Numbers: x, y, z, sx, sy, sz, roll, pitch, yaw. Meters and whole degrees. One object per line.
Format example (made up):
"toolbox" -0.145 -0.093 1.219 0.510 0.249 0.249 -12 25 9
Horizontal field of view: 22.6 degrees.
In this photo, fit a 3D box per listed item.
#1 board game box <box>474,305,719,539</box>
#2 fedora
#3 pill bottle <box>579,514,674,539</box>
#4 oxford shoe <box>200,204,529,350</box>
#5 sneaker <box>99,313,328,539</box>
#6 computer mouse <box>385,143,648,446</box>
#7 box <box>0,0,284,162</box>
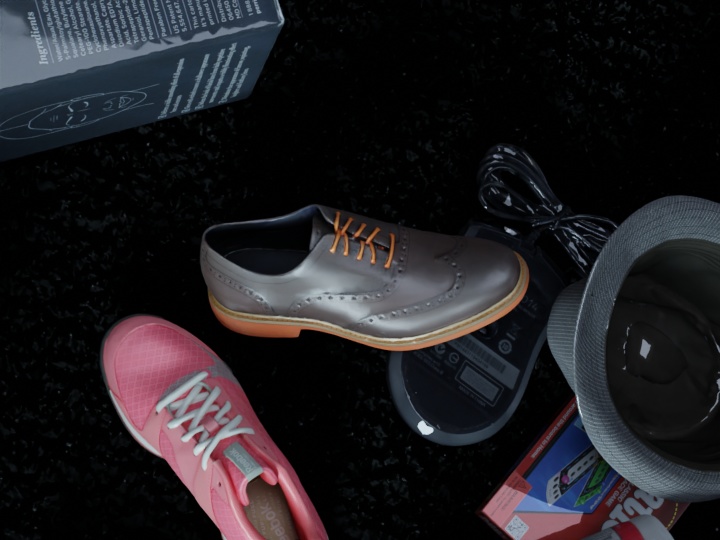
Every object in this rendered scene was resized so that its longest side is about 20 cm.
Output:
"board game box" 0.173 0.113 1.151 0.103 0.019 0.200 42 74 -3
"fedora" 0.183 0.048 1.098 0.198 0.090 0.179 17 82 -29
"pill bottle" 0.103 0.230 1.058 0.198 0.111 0.112 -22 84 -3
"oxford shoe" 0.000 0.000 1.070 0.198 0.073 0.072 -3 54 9
"sneaker" -0.077 0.103 1.063 0.074 0.087 0.201 -37 89 -17
"computer mouse" 0.083 0.031 1.134 0.138 0.053 0.200 40 63 -4
"box" -0.161 -0.147 1.061 0.198 0.148 0.108 -16 82 -15
